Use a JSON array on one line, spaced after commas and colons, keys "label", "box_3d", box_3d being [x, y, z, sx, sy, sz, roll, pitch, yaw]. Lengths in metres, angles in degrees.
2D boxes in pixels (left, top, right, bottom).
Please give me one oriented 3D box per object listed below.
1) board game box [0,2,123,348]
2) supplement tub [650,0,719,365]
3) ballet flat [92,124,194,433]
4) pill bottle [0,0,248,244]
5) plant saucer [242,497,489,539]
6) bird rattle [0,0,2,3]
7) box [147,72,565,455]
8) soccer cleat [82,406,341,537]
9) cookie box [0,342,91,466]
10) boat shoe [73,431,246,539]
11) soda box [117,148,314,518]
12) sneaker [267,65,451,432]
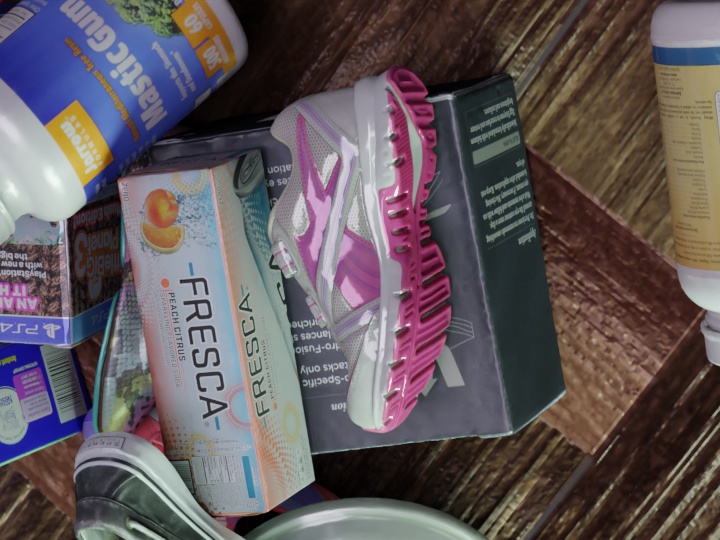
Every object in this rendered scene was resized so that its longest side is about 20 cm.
[{"label": "board game box", "box_3d": [-0.234, -0.062, 1.748, 0.158, 0.097, 0.202, 3, 102, 20]}, {"label": "supplement tub", "box_3d": [0.240, -0.056, 1.549, 0.144, 0.145, 0.202, -4, 100, 21]}, {"label": "ballet flat", "box_3d": [-0.120, 0.009, 1.727, 0.071, 0.069, 0.202, 6, 89, 11]}, {"label": "pill bottle", "box_3d": [-0.170, -0.100, 1.608, 0.200, 0.112, 0.112, -43, 84, -15]}, {"label": "plant saucer", "box_3d": [0.002, 0.225, 1.692, 0.198, 0.050, 0.201, -1, 128, -1]}, {"label": "bird rattle", "box_3d": [-0.292, -0.226, 1.716, 0.163, 0.113, 0.200, -38, 85, 8]}, {"label": "box", "box_3d": [0.000, 0.000, 1.663, 0.195, 0.117, 0.202, -7, 97, 22]}, {"label": "soccer cleat", "box_3d": [-0.091, 0.135, 1.746, 0.199, 0.076, 0.067, 28, 109, 13]}, {"label": "cookie box", "box_3d": [-0.296, 0.102, 1.766, 0.199, 0.171, 0.076, -15, 93, 23]}, {"label": "boat shoe", "box_3d": [-0.107, 0.173, 1.583, 0.072, 0.071, 0.200, -10, 138, 32]}, {"label": "soda box", "box_3d": [-0.081, 0.036, 1.601, 0.063, 0.068, 0.202, -4, 100, 25]}, {"label": "sneaker", "box_3d": [-0.005, -0.011, 1.562, 0.088, 0.081, 0.202, -1, 92, 23]}]
